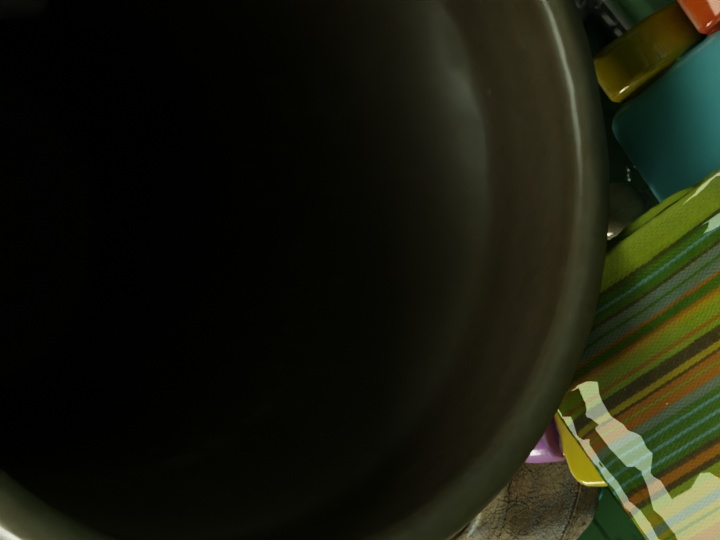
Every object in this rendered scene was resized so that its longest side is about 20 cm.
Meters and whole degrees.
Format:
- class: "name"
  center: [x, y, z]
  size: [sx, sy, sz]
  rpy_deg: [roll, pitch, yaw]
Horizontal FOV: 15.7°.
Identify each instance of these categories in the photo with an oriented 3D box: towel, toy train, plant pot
- class: "towel"
  center: [0.116, 0.074, 0.610]
  size: [0.086, 0.018, 0.200]
  rpy_deg: [-40, 82, 41]
- class: "toy train"
  center: [0.117, 0.016, 0.662]
  size: [0.150, 0.056, 0.200]
  rpy_deg: [21, 118, 27]
- class: "plant pot"
  center: [-0.068, -0.020, 0.628]
  size: [0.175, 0.200, 0.200]
  rpy_deg: [-8, 100, 58]

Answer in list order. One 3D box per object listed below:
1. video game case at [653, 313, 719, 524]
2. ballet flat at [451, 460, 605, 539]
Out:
- class: "video game case"
  center: [0.181, 0.075, 0.590]
  size: [0.200, 0.024, 0.182]
  rpy_deg: [-17, 97, 39]
- class: "ballet flat"
  center: [0.000, 0.000, 0.774]
  size: [0.200, 0.067, 0.068]
  rpy_deg: [56, 139, 16]
